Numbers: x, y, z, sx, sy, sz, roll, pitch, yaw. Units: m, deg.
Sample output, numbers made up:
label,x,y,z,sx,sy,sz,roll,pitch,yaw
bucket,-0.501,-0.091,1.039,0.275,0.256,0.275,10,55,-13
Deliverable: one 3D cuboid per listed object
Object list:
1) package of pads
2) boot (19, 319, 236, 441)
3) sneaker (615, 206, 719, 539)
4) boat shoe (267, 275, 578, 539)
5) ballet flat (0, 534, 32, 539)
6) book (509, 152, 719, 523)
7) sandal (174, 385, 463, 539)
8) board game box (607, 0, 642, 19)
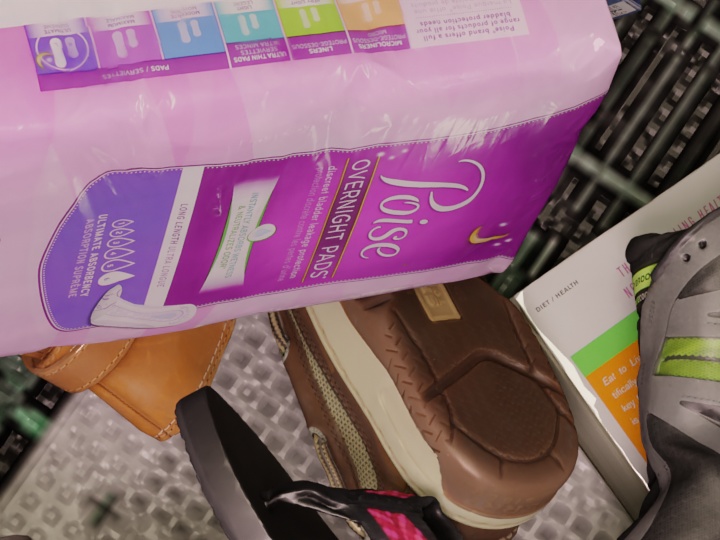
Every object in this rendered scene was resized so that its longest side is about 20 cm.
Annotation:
label,x,y,z,sx,sy,sz,roll,pitch,yaw
package of pads,-0.044,-0.039,0.768,0.200,0.121,0.076,-8,63,-20
boot,-0.092,-0.052,0.889,0.155,0.074,0.200,33,49,-17
sneaker,0.103,0.030,0.842,0.083,0.071,0.200,28,74,7
boat shoe,-0.005,0.000,0.881,0.075,0.075,0.203,3,51,-30
ballet flat,-0.145,0.135,0.798,0.200,0.067,0.046,-37,73,31
book,0.152,0.056,0.893,0.134,0.048,0.200,-34,83,-11
sandal,0.025,0.103,0.798,0.045,0.075,0.200,-40,92,9
board game box,0.022,-0.152,0.856,0.034,0.200,0.136,-16,78,20
